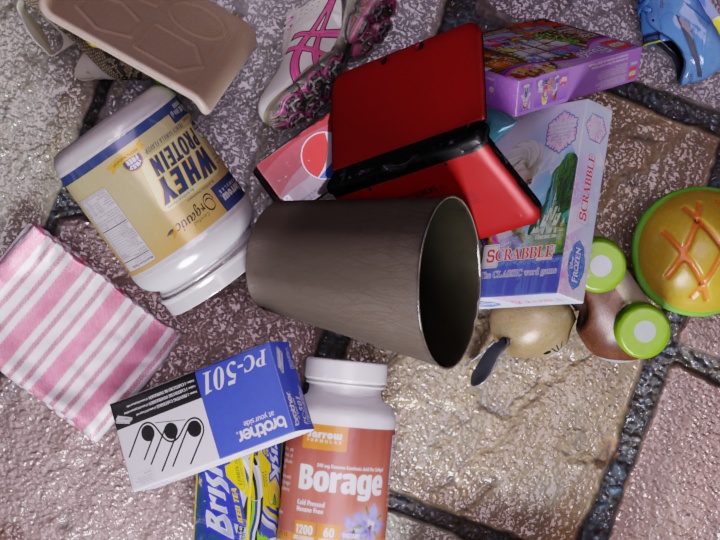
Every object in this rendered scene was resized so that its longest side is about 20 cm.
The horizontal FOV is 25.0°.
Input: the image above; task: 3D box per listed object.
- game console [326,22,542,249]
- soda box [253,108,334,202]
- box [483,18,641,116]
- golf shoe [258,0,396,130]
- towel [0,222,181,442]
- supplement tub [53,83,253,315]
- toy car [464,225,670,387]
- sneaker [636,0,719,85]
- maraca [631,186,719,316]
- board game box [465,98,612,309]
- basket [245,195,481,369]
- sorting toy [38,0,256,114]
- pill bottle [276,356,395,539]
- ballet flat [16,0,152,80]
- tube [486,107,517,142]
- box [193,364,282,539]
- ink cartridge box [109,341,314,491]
[{"bbox_3d":[0.073,-0.122,1.609,0.172,0.200,0.119,48,48,-27],"label":"game console"},{"bbox_3d":[-0.014,-0.138,1.704,0.200,0.063,0.070,-36,93,-7],"label":"soda box"},{"bbox_3d":[0.171,-0.210,1.649,0.200,0.137,0.039,-20,123,-42],"label":"box"},{"bbox_3d":[-0.051,-0.228,1.695,0.092,0.073,0.200,30,65,20],"label":"golf shoe"},{"bbox_3d":[-0.306,0.064,1.680,0.200,0.030,0.146,38,85,-4],"label":"towel"},{"bbox_3d":[-0.198,-0.070,1.634,0.144,0.144,0.200,-36,100,-7],"label":"supplement tub"},{"bbox_3d":[0.197,0.058,1.678,0.200,0.164,0.158,-34,96,4],"label":"toy car"},{"bbox_3d":[0.323,-0.294,1.748,0.078,0.066,0.200,-31,91,-3],"label":"sneaker"},{"bbox_3d":[0.380,-0.022,1.724,0.199,0.107,0.138,-5,94,-16],"label":"maraca"},{"bbox_3d":[0.155,-0.063,1.644,0.041,0.200,0.200,21,73,-37],"label":"board game box"},{"bbox_3d":[0.000,0.000,1.592,0.199,0.136,0.181,9,129,28],"label":"basket"},{"bbox_3d":[-0.214,-0.248,1.647,0.200,0.185,0.037,33,123,-6],"label":"sorting toy"},{"bbox_3d":[-0.023,0.192,1.666,0.112,0.112,0.201,5,87,-6],"label":"pill bottle"},{"bbox_3d":[-0.293,-0.246,1.684,0.200,0.068,0.075,41,106,2],"label":"ballet flat"},{"bbox_3d":[0.073,-0.102,1.684,0.077,0.050,0.200,44,107,18],"label":"tube"},{"bbox_3d":[-0.124,0.198,1.666,0.070,0.064,0.201,1,86,27],"label":"box"},{"bbox_3d":[-0.150,0.146,1.622,0.200,0.044,0.094,-23,78,24],"label":"ink cartridge box"}]
